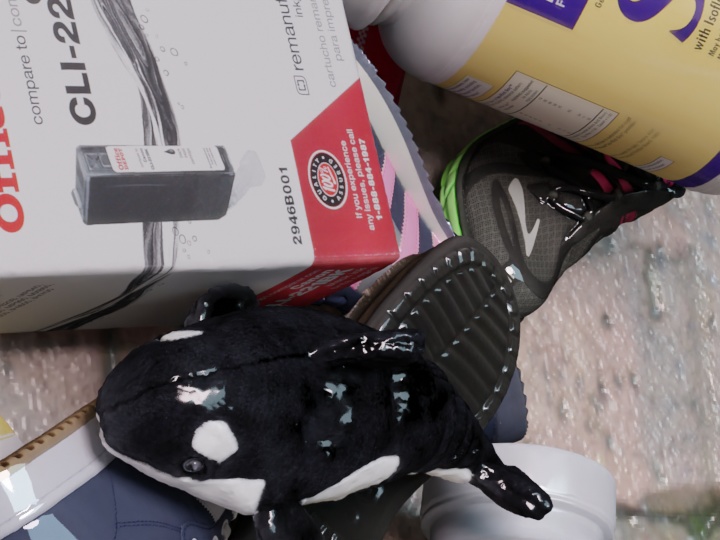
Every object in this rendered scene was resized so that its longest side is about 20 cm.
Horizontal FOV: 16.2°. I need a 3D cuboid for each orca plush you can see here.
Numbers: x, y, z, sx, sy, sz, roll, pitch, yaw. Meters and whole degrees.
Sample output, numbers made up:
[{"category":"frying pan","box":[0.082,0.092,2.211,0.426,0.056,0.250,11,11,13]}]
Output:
[{"category":"orca plush","box":[0.003,0.052,0.898,0.200,0.071,0.106,26,48,-37]}]

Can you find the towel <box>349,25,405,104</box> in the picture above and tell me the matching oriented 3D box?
[{"category":"towel","box":[-0.052,-0.147,1.105,0.200,0.022,0.145,35,51,-27]}]

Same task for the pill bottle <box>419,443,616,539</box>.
[{"category":"pill bottle","box":[0.058,0.176,1.006,0.112,0.112,0.201,24,57,-34]}]

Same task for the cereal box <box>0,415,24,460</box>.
[{"category":"cereal box","box":[-0.132,0.148,0.891,0.200,0.039,0.144,52,43,-12]}]

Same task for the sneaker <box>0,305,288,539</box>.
[{"category":"sneaker","box":[-0.063,0.091,0.913,0.109,0.070,0.200,58,37,0]}]

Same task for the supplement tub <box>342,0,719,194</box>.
[{"category":"supplement tub","box":[0.094,-0.130,1.064,0.199,0.145,0.146,21,58,-14]}]

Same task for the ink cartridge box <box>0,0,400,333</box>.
[{"category":"ink cartridge box","box":[-0.097,-0.057,0.931,0.200,0.084,0.145,-3,75,-42]}]

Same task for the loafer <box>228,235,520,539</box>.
[{"category":"loafer","box":[-0.011,0.062,1.002,0.200,0.071,0.073,-50,120,-29]}]

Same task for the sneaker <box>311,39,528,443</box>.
[{"category":"sneaker","box":[0.000,0.000,1.075,0.082,0.070,0.200,-31,102,-14]}]

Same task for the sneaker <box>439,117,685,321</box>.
[{"category":"sneaker","box":[0.101,-0.047,1.154,0.077,0.084,0.200,56,43,-17]}]
